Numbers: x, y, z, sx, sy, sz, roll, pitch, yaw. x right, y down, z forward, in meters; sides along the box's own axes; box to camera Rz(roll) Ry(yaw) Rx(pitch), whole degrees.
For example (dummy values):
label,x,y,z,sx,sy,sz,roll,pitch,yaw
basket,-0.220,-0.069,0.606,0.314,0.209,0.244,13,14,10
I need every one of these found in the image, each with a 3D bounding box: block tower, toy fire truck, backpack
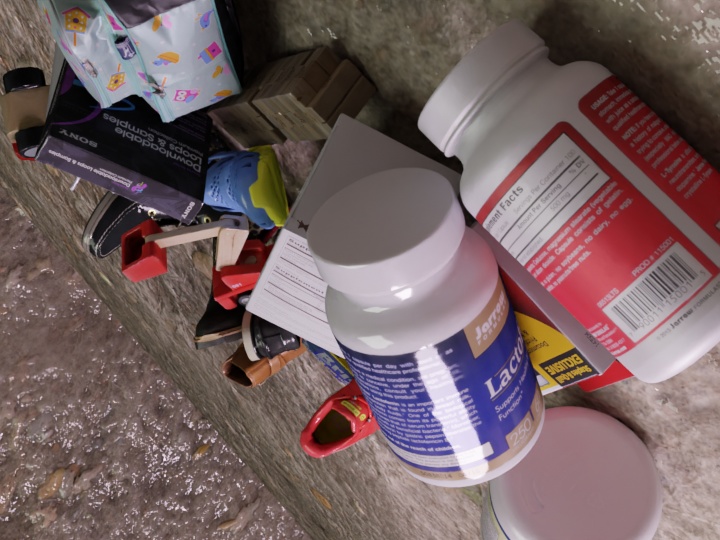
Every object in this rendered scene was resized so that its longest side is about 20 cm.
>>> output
label,x,y,z,sx,sy,sz,roll,pitch,yaw
block tower,-0.066,-0.147,0.843,0.054,0.058,0.200,44,162,-25
toy fire truck,-0.338,-0.195,1.192,0.200,0.176,0.129,134,121,-76
backpack,-0.182,-0.220,0.808,0.176,0.153,0.200,60,-179,24
toy fire truck,-0.133,-0.020,1.022,0.141,0.200,0.049,51,-157,-52

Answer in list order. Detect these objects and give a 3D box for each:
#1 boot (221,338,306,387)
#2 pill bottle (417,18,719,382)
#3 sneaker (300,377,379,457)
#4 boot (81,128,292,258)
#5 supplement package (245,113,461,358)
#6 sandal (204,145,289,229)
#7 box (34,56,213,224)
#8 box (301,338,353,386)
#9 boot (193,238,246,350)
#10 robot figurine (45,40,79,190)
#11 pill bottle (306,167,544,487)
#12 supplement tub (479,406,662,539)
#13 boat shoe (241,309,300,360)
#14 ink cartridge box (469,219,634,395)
label,x,y,z,sx,sy,sz,roll,pitch,yaw
boot,-0.110,0.091,1.244,0.077,0.155,0.200,52,160,-13
pill bottle,0.131,-0.043,0.548,0.200,0.112,0.112,46,160,8
sneaker,0.014,0.137,1.014,0.077,0.200,0.085,49,-155,8
boot,-0.192,-0.057,1.081,0.154,0.204,0.074,40,160,10
supplement package,-0.011,-0.018,0.795,0.109,0.114,0.200,27,157,-5
sandal,-0.118,-0.080,0.946,0.200,0.087,0.080,-135,34,-77
box,-0.205,-0.143,0.881,0.143,0.200,0.036,23,131,-25
box,0.023,0.121,1.104,0.200,0.064,0.070,45,160,12
boot,-0.162,0.002,1.144,0.200,0.077,0.139,-65,-37,-73
robot figurine,-0.269,-0.182,1.021,0.113,0.201,0.169,9,179,-42
pill bottle,0.044,0.039,0.634,0.116,0.116,0.200,26,150,47
supplement tub,0.185,0.224,0.888,0.145,0.145,0.200,40,159,23
boat shoe,-0.090,0.032,1.128,0.202,0.063,0.074,-86,-18,-60
ink cartridge box,0.134,0.039,0.738,0.176,0.084,0.200,47,160,3
